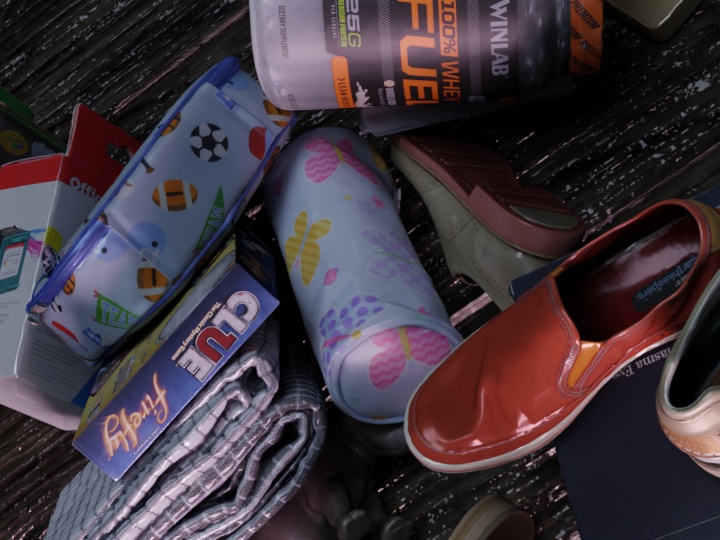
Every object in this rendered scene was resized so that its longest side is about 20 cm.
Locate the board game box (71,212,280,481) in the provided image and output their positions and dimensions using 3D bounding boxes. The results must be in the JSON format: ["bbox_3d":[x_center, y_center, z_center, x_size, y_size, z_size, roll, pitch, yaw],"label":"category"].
[{"bbox_3d":[-0.107,0.036,0.862,0.136,0.035,0.200,-47,11,5],"label":"board game box"}]

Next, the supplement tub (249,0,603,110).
[{"bbox_3d":[0.040,-0.159,0.838,0.198,0.123,0.124,-2,65,6],"label":"supplement tub"}]

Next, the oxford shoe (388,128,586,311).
[{"bbox_3d":[0.061,-0.032,0.870,0.200,0.070,0.075,-129,48,-58],"label":"oxford shoe"}]

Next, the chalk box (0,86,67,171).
[{"bbox_3d":[-0.288,-0.044,1.074,0.123,0.124,0.202,-12,61,28],"label":"chalk box"}]

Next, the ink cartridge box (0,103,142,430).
[{"bbox_3d":[-0.202,-0.001,1.003,0.067,0.116,0.202,-6,64,33],"label":"ink cartridge box"}]

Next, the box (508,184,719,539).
[{"bbox_3d":[0.200,0.061,0.722,0.199,0.104,0.183,-25,55,21],"label":"box"}]

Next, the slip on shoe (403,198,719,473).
[{"bbox_3d":[0.099,0.029,0.699,0.199,0.061,0.074,-35,55,17],"label":"slip on shoe"}]

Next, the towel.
[{"bbox_3d":[-0.102,0.125,0.855,0.200,0.085,0.166,-48,10,5],"label":"towel"}]

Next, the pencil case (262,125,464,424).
[{"bbox_3d":[0.000,0.000,0.870,0.083,0.090,0.201,-52,35,25],"label":"pencil case"}]

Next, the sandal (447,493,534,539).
[{"bbox_3d":[0.010,0.207,0.800,0.069,0.078,0.212,29,78,41],"label":"sandal"}]

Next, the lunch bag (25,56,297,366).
[{"bbox_3d":[-0.130,-0.032,0.902,0.200,0.075,0.160,-53,10,-23],"label":"lunch bag"}]

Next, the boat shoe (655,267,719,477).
[{"bbox_3d":[0.207,0.003,0.635,0.075,0.068,0.201,36,89,39],"label":"boat shoe"}]

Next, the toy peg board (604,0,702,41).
[{"bbox_3d":[0.173,-0.287,0.906,0.199,0.098,0.200,-49,52,4],"label":"toy peg board"}]

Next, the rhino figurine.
[{"bbox_3d":[-0.014,0.137,0.854,0.201,0.060,0.087,-54,41,-4],"label":"rhino figurine"}]

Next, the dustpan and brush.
[{"bbox_3d":[0.053,-0.161,0.948,0.138,0.057,0.201,-12,57,-2],"label":"dustpan and brush"}]
